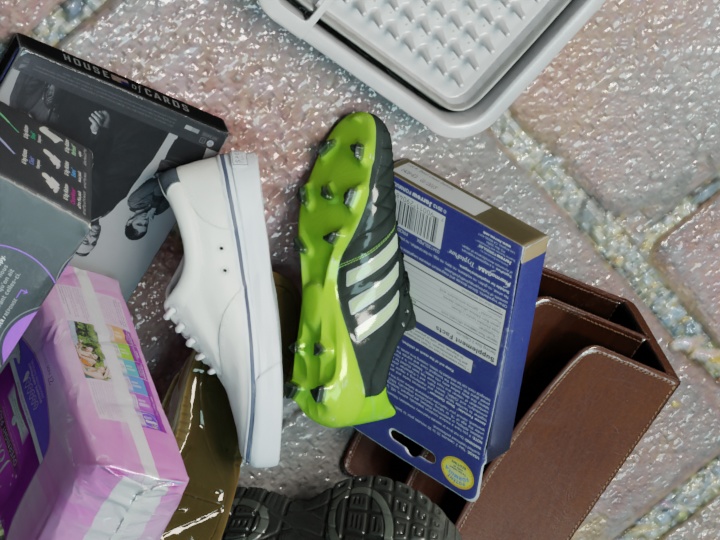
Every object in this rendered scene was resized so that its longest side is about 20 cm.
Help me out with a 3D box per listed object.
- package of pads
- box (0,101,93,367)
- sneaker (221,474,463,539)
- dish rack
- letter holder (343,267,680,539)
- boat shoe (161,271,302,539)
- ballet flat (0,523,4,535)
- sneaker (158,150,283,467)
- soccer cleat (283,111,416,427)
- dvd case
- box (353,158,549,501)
[{"bbox_3d":[-0.175,0.102,1.493,0.075,0.200,0.121,15,121,-32],"label":"package of pads"},{"bbox_3d":[-0.268,-0.048,1.430,0.199,0.106,0.123,29,110,-19],"label":"box"},{"bbox_3d":[-0.017,0.192,1.683,0.199,0.076,0.091,1,145,27],"label":"sneaker"},{"bbox_3d":[0.046,-0.189,1.498,0.200,0.044,0.172,33,107,-32],"label":"dish rack"},{"bbox_3d":[0.094,0.103,1.672,0.141,0.101,0.201,21,114,-26],"label":"letter holder"},{"bbox_3d":[-0.101,0.092,1.601,0.074,0.066,0.201,29,79,-26],"label":"boat shoe"},{"bbox_3d":[-0.320,0.167,1.607,0.198,0.069,0.071,-4,142,-11],"label":"ballet flat"},{"bbox_3d":[-0.087,0.026,1.538,0.070,0.073,0.202,-7,99,-1],"label":"sneaker"},{"bbox_3d":[0.000,0.000,1.573,0.081,0.067,0.202,3,96,-41],"label":"soccer cleat"},{"bbox_3d":[-0.193,-0.035,1.533,0.150,0.025,0.201,22,114,-29],"label":"dvd case"},{"bbox_3d":[0.053,0.040,1.607,0.032,0.121,0.201,-25,135,-44],"label":"box"}]
